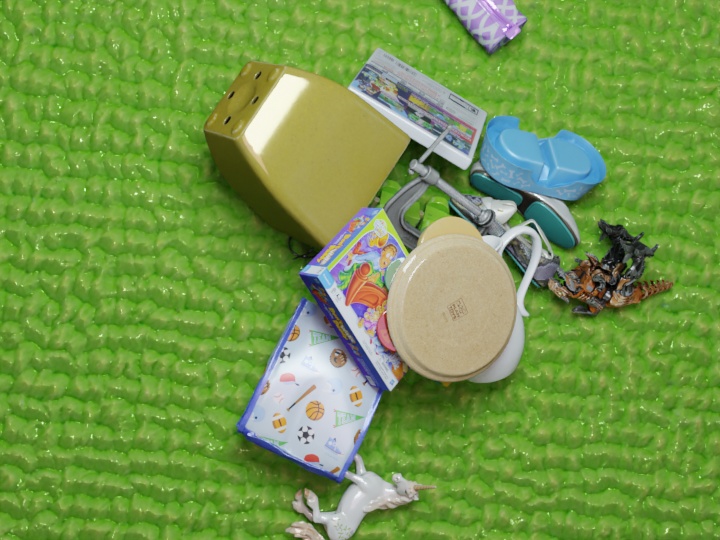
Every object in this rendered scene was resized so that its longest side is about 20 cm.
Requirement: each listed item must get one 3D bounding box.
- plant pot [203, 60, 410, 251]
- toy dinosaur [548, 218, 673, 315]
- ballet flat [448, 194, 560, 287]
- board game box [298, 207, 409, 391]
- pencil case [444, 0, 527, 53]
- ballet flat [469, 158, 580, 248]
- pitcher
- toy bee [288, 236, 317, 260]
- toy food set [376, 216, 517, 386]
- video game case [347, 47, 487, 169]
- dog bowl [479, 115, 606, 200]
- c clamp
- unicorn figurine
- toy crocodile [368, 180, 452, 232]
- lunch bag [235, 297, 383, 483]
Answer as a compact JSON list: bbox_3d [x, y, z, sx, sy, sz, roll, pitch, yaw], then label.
[{"bbox_3d":[-0.093,-0.173,1.201,0.200,0.195,0.196,39,81,-37],"label":"plant pot"},{"bbox_3d":[0.377,0.006,1.332,0.198,0.102,0.138,-5,119,-38],"label":"toy dinosaur"},{"bbox_3d":[0.222,-0.063,1.323,0.200,0.072,0.072,42,83,-6],"label":"ballet flat"},{"bbox_3d":[0.021,0.038,1.173,0.135,0.044,0.201,-46,121,-26],"label":"board game box"},{"bbox_3d":[0.166,-0.425,1.342,0.084,0.085,0.200,-42,91,-5],"label":"pencil case"},{"bbox_3d":[0.258,-0.114,1.341,0.199,0.069,0.070,34,83,-1],"label":"ballet flat"},{"bbox_3d":[0.191,0.045,1.271,0.169,0.121,0.203,-15,109,-8],"label":"pitcher"},{"bbox_3d":[0.000,0.000,1.277,0.196,0.109,0.133,-9,105,-2],"label":"toy bee"},{"bbox_3d":[0.116,0.048,1.167,0.198,0.049,0.200,-45,108,-12],"label":"toy food set"},{"bbox_3d":[0.085,-0.238,1.287,0.198,0.183,0.023,31,124,-3],"label":"video game case"},{"bbox_3d":[0.266,-0.162,1.316,0.197,0.050,0.113,10,48,-17],"label":"dog bowl"},{"bbox_3d":[0.118,-0.087,1.238,0.170,0.027,0.199,-40,131,17],"label":"c clamp"},{"bbox_3d":[-0.006,0.325,1.278,0.137,0.074,0.201,41,99,-1],"label":"unicorn figurine"},{"bbox_3d":[0.073,-0.078,1.318,0.197,0.062,0.068,18,48,-9],"label":"toy crocodile"},{"bbox_3d":[-0.061,0.173,1.243,0.168,0.124,0.202,25,65,-2],"label":"lunch bag"}]
